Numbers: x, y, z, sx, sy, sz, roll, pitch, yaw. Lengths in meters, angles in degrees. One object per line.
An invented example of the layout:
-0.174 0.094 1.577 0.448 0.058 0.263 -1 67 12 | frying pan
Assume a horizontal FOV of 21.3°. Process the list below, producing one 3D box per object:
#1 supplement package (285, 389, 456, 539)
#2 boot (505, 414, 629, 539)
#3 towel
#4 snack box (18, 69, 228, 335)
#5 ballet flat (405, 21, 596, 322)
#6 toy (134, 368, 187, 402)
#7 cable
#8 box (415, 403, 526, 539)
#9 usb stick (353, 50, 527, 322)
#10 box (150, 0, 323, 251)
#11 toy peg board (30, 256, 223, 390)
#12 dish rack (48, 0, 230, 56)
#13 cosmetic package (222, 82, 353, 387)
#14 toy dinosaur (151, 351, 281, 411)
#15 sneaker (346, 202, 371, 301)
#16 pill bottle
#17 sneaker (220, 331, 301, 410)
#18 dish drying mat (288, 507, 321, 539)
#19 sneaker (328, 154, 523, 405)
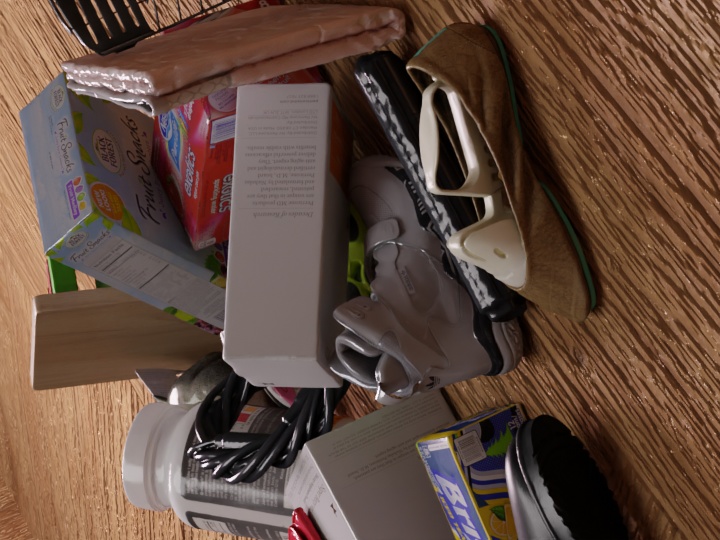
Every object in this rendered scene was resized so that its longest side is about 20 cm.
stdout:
0.044 0.214 1.468 0.200 0.120 0.121 60 159 18 | supplement package
0.108 0.213 1.275 0.162 0.073 0.199 -30 87 35 | boot
-0.091 -0.150 1.322 0.200 0.191 0.032 20 125 63 | towel
-0.185 -0.056 1.622 0.068 0.200 0.169 -39 47 25 | snack box
0.078 -0.052 1.171 0.068 0.072 0.201 -3 109 66 | ballet flat
-0.136 0.174 1.881 0.200 0.115 0.047 45 119 37 | toy
-0.064 0.102 1.531 0.051 0.200 0.163 36 -154 -28 | cable
0.114 0.199 1.359 0.201 0.064 0.070 67 160 1 | box
0.054 -0.057 1.270 0.200 0.033 0.055 62 -169 12 | usb stick
-0.101 -0.114 1.516 0.096 0.099 0.200 62 160 23 | box
-0.228 0.027 1.885 0.199 0.199 0.098 111 150 -63 | toy peg board
-0.133 -0.245 1.328 0.154 0.200 0.055 63 171 11 | dish rack
-0.050 -0.023 1.366 0.101 0.071 0.201 55 -144 -74 | cosmetic package
-0.132 0.106 1.788 0.199 0.102 0.077 2 111 33 | toy dinosaur
0.000 0.000 1.454 0.200 0.074 0.084 56 -178 21 | sneaker
-0.097 0.173 1.656 0.199 0.116 0.117 7 128 20 | pill bottle
-0.080 0.058 1.692 0.088 0.074 0.200 91 154 -48 | sneaker
-0.004 0.278 1.461 0.200 0.018 0.077 57 162 28 | dish drying mat
0.018 0.006 1.323 0.200 0.115 0.075 55 157 30 | sneaker
